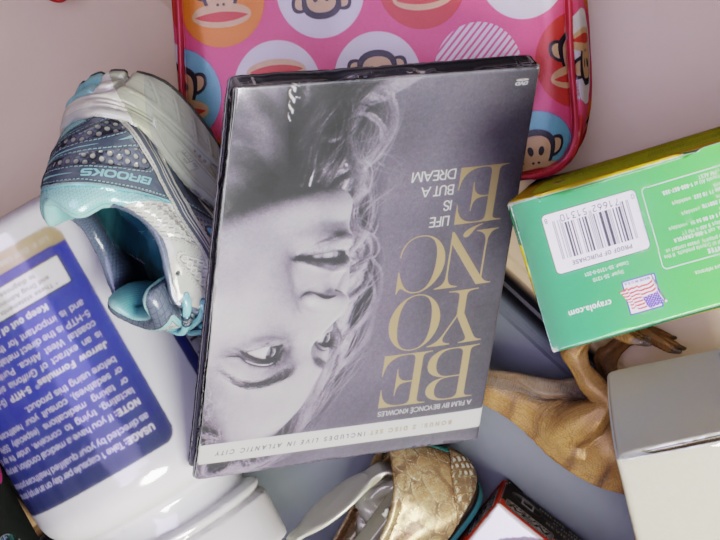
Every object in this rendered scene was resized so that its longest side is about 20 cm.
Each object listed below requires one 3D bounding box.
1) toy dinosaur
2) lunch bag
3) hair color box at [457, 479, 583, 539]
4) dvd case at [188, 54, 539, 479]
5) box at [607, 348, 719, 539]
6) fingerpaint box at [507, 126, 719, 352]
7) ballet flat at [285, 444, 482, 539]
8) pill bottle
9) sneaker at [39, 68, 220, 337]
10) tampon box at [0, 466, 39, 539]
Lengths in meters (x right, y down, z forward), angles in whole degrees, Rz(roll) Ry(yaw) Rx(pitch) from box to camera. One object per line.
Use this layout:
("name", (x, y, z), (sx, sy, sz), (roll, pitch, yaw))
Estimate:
("toy dinosaur", (0.103, 0.069, 1.232), (0.199, 0.060, 0.107), (28, 102, 4))
("lunch bag", (0.008, -0.125, 1.208), (0.198, 0.082, 0.178), (-3, 96, 9))
("hair color box", (0.048, 0.215, 1.257), (0.101, 0.061, 0.200), (37, 100, 2))
("dvd case", (0.000, 0.000, 1.157), (0.148, 0.016, 0.201), (-6, 122, -24))
("box", (0.174, 0.145, 1.189), (0.077, 0.095, 0.201), (-12, 111, 8))
("fingerpaint box", (0.177, -0.030, 1.155), (0.199, 0.167, 0.074), (-16, 93, 9))
("ballet flat", (-0.021, 0.162, 1.254), (0.065, 0.071, 0.201), (35, 92, -21))
("pill bottle", (-0.123, 0.063, 1.232), (0.119, 0.120, 0.201), (-29, 92, 10))
("sneaker", (-0.077, 0.005, 1.180), (0.077, 0.087, 0.200), (-20, 124, 45))
("tampon box", (-0.198, 0.219, 1.218), (0.125, 0.150, 0.201), (-21, 115, 11))
